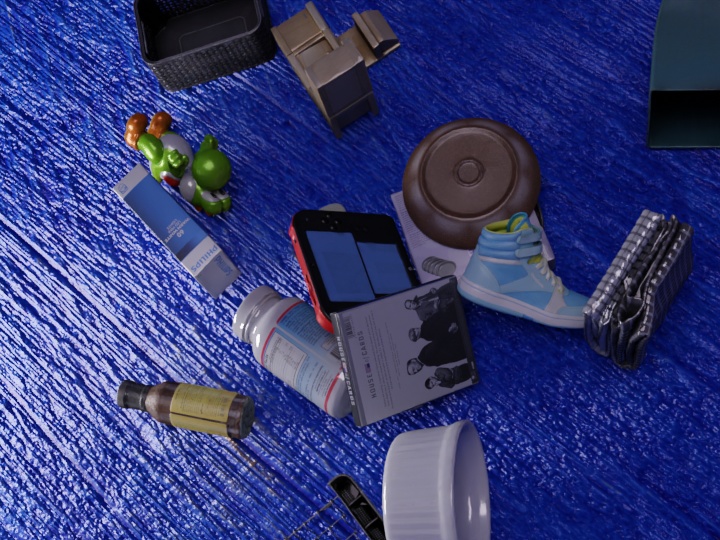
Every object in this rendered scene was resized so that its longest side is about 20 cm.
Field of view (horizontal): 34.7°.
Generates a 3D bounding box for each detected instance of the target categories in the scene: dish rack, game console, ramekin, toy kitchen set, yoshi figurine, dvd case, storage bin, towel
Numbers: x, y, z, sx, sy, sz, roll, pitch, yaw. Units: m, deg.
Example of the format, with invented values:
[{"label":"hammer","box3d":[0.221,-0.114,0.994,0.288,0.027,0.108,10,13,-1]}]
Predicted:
[{"label":"dish rack","box3d":[-0.046,0.389,1.522,0.199,0.055,0.154,-40,67,-3]},{"label":"game console","box3d":[0.000,0.000,1.579,0.174,0.031,0.202,-1,54,-27]},{"label":"ramekin","box3d":[0.097,0.294,1.450,0.096,0.200,0.204,-6,70,18]},{"label":"toy kitchen set","box3d":[-0.029,-0.347,1.704,0.162,0.181,0.202,-32,72,-1]},{"label":"yoshi figurine","box3d":[-0.259,-0.174,1.738,0.112,0.112,0.200,-43,71,-12]},{"label":"dvd case","box3d":[0.061,0.104,1.524,0.198,0.025,0.153,-16,96,-31]},{"label":"storage bin","box3d":[-0.244,-0.382,1.812,0.197,0.094,0.137,-16,69,7]},{"label":"towel","box3d":[0.362,0.028,1.478,0.085,0.200,0.167,30,80,19]}]

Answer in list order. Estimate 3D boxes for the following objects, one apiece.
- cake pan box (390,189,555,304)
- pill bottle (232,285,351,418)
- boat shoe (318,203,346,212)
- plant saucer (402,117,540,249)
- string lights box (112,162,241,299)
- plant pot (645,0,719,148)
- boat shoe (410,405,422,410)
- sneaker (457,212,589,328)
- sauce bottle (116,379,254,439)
[{"label":"cake pan box","box3d":[0.161,-0.057,1.633,0.197,0.052,0.187,-23,70,4]},{"label":"pill bottle","box3d":[-0.078,0.107,1.597,0.199,0.109,0.109,34,81,21]},{"label":"boat shoe","box3d":[-0.040,-0.012,1.649,0.073,0.063,0.202,-17,47,13]},{"label":"plant saucer","box3d":[0.153,-0.131,1.616,0.197,0.037,0.204,-4,69,10]},{"label":"string lights box","box3d":[-0.269,-0.058,1.699,0.059,0.103,0.200,-43,68,-6]},{"label":"plant pot","box3d":[0.470,-0.294,1.605,0.139,0.142,0.203,1,64,12]},{"label":"boat shoe","box3d":[0.051,0.090,1.595,0.070,0.070,0.203,-11,70,8]},{"label":"sneaker","box3d":[0.239,-0.003,1.536,0.197,0.080,0.133,14,105,-10]},{"label":"sauce bottle","box3d":[-0.249,0.190,1.629,0.197,0.065,0.066,11,73,15]}]
